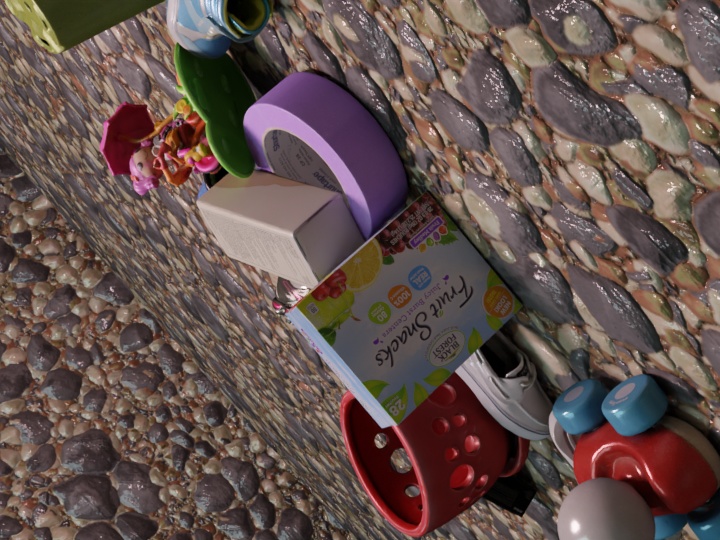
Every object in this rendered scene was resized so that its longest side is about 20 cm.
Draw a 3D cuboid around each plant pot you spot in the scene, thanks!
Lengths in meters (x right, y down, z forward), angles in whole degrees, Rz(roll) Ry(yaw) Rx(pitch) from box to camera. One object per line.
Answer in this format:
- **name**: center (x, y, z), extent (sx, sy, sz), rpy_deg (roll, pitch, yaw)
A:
- **plant pot**: center (0.098, 0.207, 1.453), extent (0.200, 0.182, 0.201), rpy_deg (43, 144, 43)
- **plant pot**: center (-0.311, -0.351, 1.324), extent (0.200, 0.190, 0.200), rpy_deg (44, 161, 19)

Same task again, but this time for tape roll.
- **tape roll**: center (-0.041, -0.125, 1.322), extent (0.200, 0.066, 0.200), rpy_deg (37, 154, 21)

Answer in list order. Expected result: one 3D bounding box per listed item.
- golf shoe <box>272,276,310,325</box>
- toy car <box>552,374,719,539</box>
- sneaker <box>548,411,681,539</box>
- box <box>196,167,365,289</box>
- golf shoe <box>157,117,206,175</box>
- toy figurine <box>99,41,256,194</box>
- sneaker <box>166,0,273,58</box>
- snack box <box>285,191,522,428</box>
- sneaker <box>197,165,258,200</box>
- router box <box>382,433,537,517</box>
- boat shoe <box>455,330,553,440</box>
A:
- **golf shoe**: center (-0.047, 0.052, 1.722), extent (0.200, 0.077, 0.088), rpy_deg (21, 120, 26)
- **toy car**: center (0.251, 0.239, 1.172), extent (0.185, 0.200, 0.177), rpy_deg (52, 157, -9)
- **sneaker**: center (0.290, 0.233, 1.322), extent (0.200, 0.076, 0.081), rpy_deg (53, 174, 1)
- **box**: center (-0.093, -0.051, 1.348), extent (0.200, 0.078, 0.095), rpy_deg (20, 146, 47)
- **golf shoe**: center (-0.199, -0.157, 1.693), extent (0.200, 0.073, 0.092), rpy_deg (38, -168, 19)
- **toy figurine**: center (-0.234, -0.159, 1.422), extent (0.150, 0.184, 0.201), rpy_deg (22, -134, -53)
- **sneaker**: center (-0.150, -0.276, 1.280), extent (0.131, 0.079, 0.200), rpy_deg (44, 163, 20)
- **snack box**: center (0.048, 0.043, 1.263), extent (0.169, 0.200, 0.068), rpy_deg (50, 163, -2)
- **sneaker**: center (-0.183, -0.130, 1.562), extent (0.200, 0.089, 0.079), rpy_deg (-39, 74, 55)
- **router box**: center (0.142, 0.274, 1.668), extent (0.200, 0.051, 0.149), rpy_deg (35, 176, -40)
- **boat shoe**: center (0.170, 0.124, 1.358), extent (0.200, 0.074, 0.065), rpy_deg (41, 141, -17)
